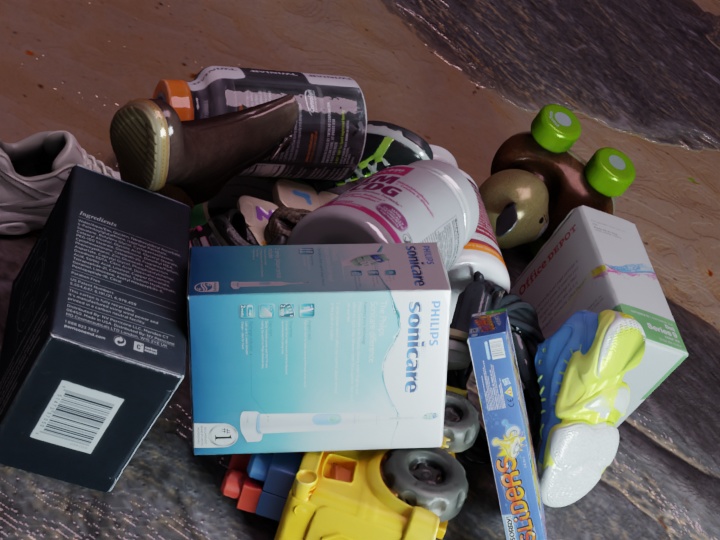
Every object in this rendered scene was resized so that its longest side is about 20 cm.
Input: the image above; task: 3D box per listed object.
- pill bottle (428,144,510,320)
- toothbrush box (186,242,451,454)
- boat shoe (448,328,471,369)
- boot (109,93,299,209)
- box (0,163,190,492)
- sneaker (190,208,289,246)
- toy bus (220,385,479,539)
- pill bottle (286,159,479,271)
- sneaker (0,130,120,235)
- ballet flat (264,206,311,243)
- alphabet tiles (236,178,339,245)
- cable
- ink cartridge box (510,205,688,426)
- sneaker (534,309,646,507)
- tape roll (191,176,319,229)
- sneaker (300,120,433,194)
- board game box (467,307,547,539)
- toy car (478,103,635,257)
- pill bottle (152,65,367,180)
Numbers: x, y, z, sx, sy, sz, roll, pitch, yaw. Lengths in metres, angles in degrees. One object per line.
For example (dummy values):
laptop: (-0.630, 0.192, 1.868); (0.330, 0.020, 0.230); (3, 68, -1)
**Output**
pill bottle: (0.085, -0.040, 1.465); (0.113, 0.113, 0.200); (16, 39, -26)
toothbrush box: (-0.034, 0.060, 1.071); (0.199, 0.147, 0.085); (-2, 28, -4)
boat shoe: (0.012, 0.086, 1.226); (0.199, 0.075, 0.069); (2, 72, -24)
boot: (-0.129, -0.121, 1.179); (0.166, 0.200, 0.072); (-30, 78, -20)
box: (-0.213, 0.045, 1.082); (0.107, 0.149, 0.200); (20, 38, -22)
sneaker: (-0.138, -0.016, 1.221); (0.199, 0.088, 0.074); (15, -4, 18)
toy bus: (-0.011, 0.170, 1.142); (0.191, 0.136, 0.200); (18, 33, 3)
pill bottle: (0.026, -0.029, 1.221); (0.113, 0.113, 0.200); (41, 32, 8)
sneaker: (-0.259, -0.079, 1.231); (0.200, 0.099, 0.078); (1, 47, -40)
ballet flat: (0.000, 0.000, 1.296); (0.200, 0.046, 0.067); (35, 38, -9)
alphabet tiles: (-0.030, -0.002, 1.323); (0.195, 0.015, 0.200); (15, 44, -31)
cable: (0.131, 0.111, 1.345); (0.163, 0.051, 0.200); (47, 44, -38)
ink cartridge box: (0.250, 0.052, 1.467); (0.087, 0.145, 0.200); (16, 39, -27)
sneaker: (0.209, 0.129, 1.349); (0.076, 0.201, 0.105); (23, 3, -31)
tape roll: (-0.098, -0.028, 1.354); (0.200, 0.048, 0.201); (23, 36, -18)
sneaker: (-0.021, -0.110, 1.452); (0.199, 0.072, 0.083); (7, 69, 20)
board game box: (0.131, 0.142, 1.211); (0.135, 0.034, 0.201); (-45, 124, -81)
toy car: (0.190, -0.062, 1.553); (0.158, 0.164, 0.200); (39, 44, 6)
pill bottle: (-0.102, -0.145, 1.339); (0.199, 0.106, 0.106); (1, 46, -25)
